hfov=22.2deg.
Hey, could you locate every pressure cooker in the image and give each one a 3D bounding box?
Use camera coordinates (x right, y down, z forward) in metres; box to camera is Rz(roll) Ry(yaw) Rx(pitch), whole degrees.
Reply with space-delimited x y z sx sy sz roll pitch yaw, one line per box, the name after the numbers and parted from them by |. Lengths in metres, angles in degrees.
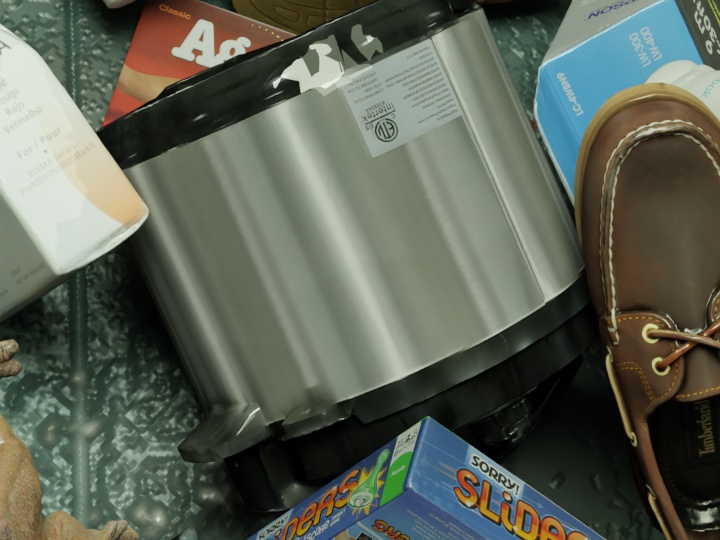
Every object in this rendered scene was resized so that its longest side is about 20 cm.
0.001 0.000 0.749 0.176 0.179 0.200 -23 97 13 | pressure cooker

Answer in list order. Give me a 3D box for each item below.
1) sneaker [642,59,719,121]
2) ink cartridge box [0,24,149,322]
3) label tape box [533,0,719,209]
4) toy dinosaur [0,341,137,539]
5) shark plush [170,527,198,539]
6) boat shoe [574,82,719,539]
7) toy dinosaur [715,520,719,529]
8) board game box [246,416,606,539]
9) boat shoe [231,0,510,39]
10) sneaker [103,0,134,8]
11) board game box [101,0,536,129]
0.173 0.010 0.749 0.070 0.080 0.201 -36 115 -22 | sneaker
-0.178 -0.075 0.726 0.050 0.162 0.200 -34 95 -27 | ink cartridge box
0.147 -0.066 0.820 0.143 0.066 0.200 61 28 -21 | label tape box
-0.138 0.114 0.676 0.086 0.200 0.136 -20 32 1 | toy dinosaur
-0.022 0.197 0.748 0.083 0.091 0.200 -19 50 -43 | shark plush
0.127 0.029 0.696 0.070 0.200 0.070 -14 30 6 | boat shoe
0.204 0.160 0.806 0.200 0.086 0.136 -2 102 0 | toy dinosaur
0.059 0.148 0.703 0.200 0.135 0.034 36 44 -17 | board game box
0.029 -0.164 0.908 0.200 0.074 0.066 -10 41 -9 | boat shoe
-0.064 -0.221 0.858 0.200 0.074 0.118 -34 98 -22 | sneaker
-0.020 -0.058 0.870 0.200 0.019 0.103 18 61 -8 | board game box
